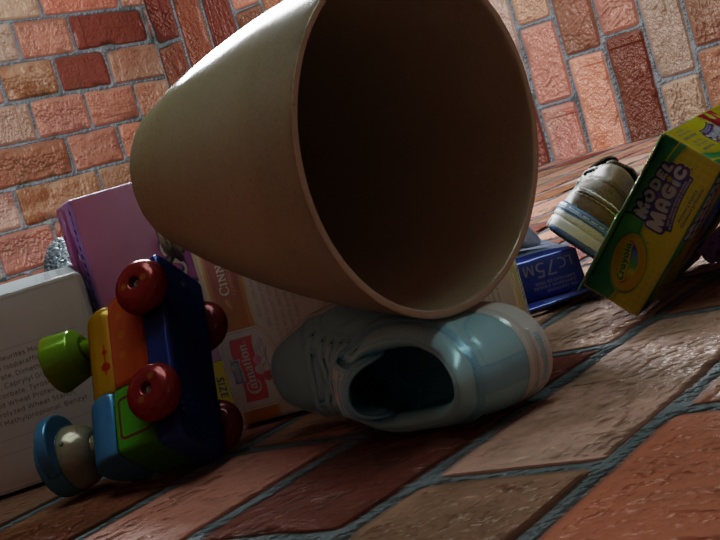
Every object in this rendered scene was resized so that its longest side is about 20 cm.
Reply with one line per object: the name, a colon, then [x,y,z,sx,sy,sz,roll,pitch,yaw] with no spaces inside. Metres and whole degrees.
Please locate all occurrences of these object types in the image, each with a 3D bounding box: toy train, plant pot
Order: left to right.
toy train: [-0.151,0.036,0.837,0.115,0.201,0.085,-23,-32,17]
plant pot: [-0.035,-0.066,0.756,0.199,0.189,0.187,-3,13,45]

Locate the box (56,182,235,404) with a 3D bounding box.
box: [-0.159,0.021,1.028,0.096,0.177,0.200,-17,6,-15]

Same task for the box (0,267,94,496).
box: [-0.282,0.087,0.970,0.199,0.132,0.199,-17,5,-12]

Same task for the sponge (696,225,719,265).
sponge: [0.315,-0.084,0.944,0.200,0.030,0.112,-39,-16,-40]

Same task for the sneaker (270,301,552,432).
sneaker: [0.005,0.052,0.743,0.082,0.074,0.199,-14,2,-45]

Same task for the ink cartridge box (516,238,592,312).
ink cartridge box: [0.110,0.011,1.081,0.119,0.042,0.200,-17,7,-1]

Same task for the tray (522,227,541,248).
tray: [0.045,-0.069,1.068,0.107,0.200,0.022,-12,43,52]

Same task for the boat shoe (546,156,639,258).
boat shoe: [0.191,-0.044,1.022,0.073,0.072,0.200,-56,-6,7]

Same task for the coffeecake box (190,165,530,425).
coffeecake box: [-0.001,-0.001,0.888,0.199,0.155,0.073,-15,4,10]

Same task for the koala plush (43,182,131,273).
koala plush: [-0.200,0.022,1.373,0.177,0.184,0.200,-40,24,-6]

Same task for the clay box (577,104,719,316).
clay box: [0.213,-0.043,0.907,0.047,0.115,0.200,31,25,16]
